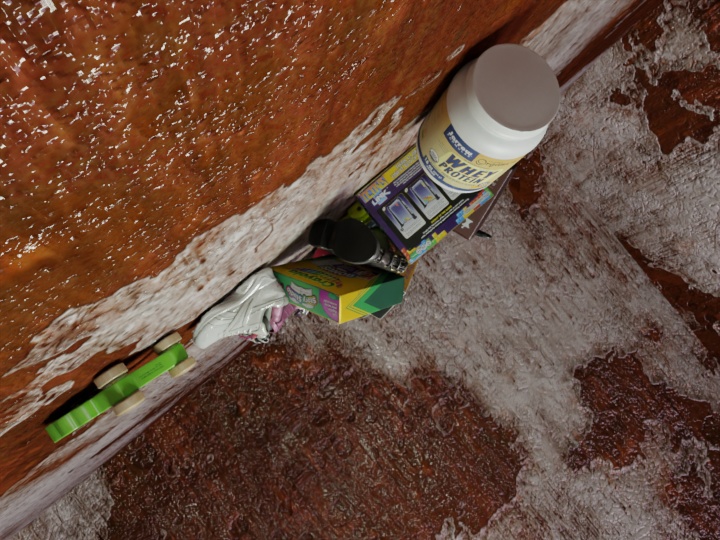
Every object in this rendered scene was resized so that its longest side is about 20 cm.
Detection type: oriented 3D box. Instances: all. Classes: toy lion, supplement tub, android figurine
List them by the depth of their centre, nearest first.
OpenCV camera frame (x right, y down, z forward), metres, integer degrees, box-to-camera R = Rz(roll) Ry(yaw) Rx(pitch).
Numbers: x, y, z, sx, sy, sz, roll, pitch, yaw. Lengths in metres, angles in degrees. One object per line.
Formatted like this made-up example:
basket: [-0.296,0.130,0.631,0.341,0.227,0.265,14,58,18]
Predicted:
supplement tub: [0.173,-0.207,0.809,0.144,0.145,0.200,-38,178,-18]
toy lion: [-0.387,0.194,0.915,0.191,0.069,0.200,-32,-178,28]
android figurine: [0.031,-0.142,1.219,0.200,0.041,0.182,-39,178,18]

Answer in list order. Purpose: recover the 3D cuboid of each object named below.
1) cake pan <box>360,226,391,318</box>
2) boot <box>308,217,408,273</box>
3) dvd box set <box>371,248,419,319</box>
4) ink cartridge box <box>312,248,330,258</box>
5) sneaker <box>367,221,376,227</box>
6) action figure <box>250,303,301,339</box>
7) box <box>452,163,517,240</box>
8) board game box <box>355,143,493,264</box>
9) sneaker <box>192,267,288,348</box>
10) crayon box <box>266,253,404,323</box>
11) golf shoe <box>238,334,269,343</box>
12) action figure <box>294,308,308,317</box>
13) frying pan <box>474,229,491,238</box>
cake pan: [0.000,0.000,1.224,0.037,0.201,0.200,13,149,-26]
boot: [0.020,-0.034,1.009,0.200,0.174,0.070,22,-90,53]
dvd box set: [0.088,-0.010,1.205,0.201,0.029,0.146,-66,-173,-31]
ink cartridge box: [-0.020,0.017,1.395,0.084,0.199,0.145,-64,177,1]
sneaker: [0.020,-0.104,1.387,0.075,0.079,0.200,-40,177,28]
action figure: [-0.166,0.078,1.229,0.200,0.149,0.134,-54,-168,-28]
box: [0.216,-0.187,1.215,0.165,0.165,0.200,-60,171,20]
board game box: [0.117,-0.137,1.073,0.200,0.166,0.057,-39,178,1]
sneaker: [-0.214,0.089,1.037,0.200,0.100,0.078,-39,178,11]
crayon box: [-0.048,0.027,1.077,0.199,0.059,0.172,17,-160,40]
golf shoe: [-0.296,0.171,1.597,0.073,0.092,0.200,-40,180,-16]
action figure: [-0.169,0.071,1.342,0.199,0.070,0.130,-20,-166,-8]
frying pan: [0.195,-0.109,1.315,0.115,0.190,0.031,-30,141,-35]
